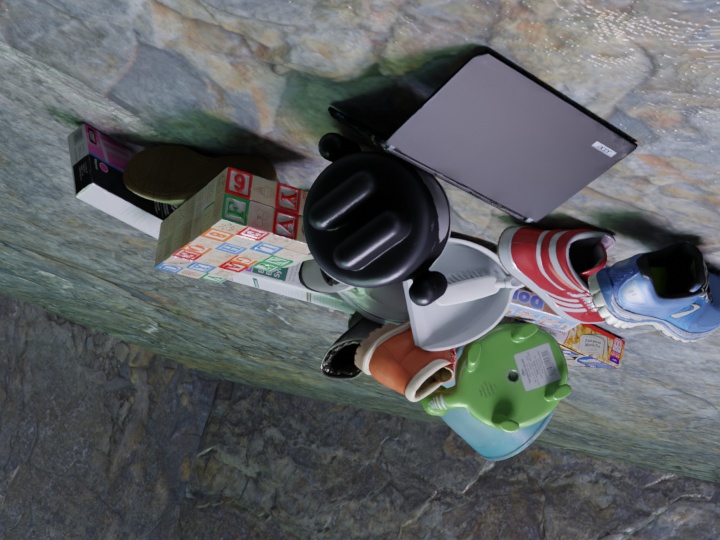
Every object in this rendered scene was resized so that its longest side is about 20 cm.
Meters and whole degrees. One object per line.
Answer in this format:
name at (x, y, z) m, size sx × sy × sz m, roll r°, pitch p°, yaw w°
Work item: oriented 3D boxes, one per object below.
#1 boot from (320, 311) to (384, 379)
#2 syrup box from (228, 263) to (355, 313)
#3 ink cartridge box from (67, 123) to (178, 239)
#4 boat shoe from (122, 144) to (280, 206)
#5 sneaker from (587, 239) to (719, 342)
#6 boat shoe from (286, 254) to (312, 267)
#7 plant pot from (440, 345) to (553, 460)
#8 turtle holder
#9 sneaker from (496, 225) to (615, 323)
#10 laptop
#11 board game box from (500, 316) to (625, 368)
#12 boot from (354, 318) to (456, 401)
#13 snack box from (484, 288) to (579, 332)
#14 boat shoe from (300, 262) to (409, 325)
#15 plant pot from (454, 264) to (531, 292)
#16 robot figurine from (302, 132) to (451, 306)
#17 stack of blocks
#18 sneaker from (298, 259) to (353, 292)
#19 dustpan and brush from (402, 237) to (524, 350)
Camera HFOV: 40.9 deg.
boot at (0.004, 0.098, 1.373) m, size 0.073 × 0.200 × 0.182 m, roll 43°, pitch 132°, yaw -4°
syrup box at (-0.092, -0.007, 1.361) m, size 0.198 × 0.080 × 0.081 m, roll 16°, pitch 168°, yaw 0°
ink cartridge box at (-0.269, -0.094, 1.181) m, size 0.037 × 0.095 × 0.200 m, roll -31°, pitch 145°, yaw 19°
boat shoe at (-0.180, -0.095, 1.116) m, size 0.198 × 0.074 × 0.069 m, roll 9°, pitch 160°, yaw 22°
sneaker at (0.327, 0.020, 0.978) m, size 0.198 × 0.079 × 0.089 m, roll 4°, pitch 151°, yaw -36°
boat shoe at (-0.055, -0.055, 1.152) m, size 0.199 × 0.072 × 0.068 m, roll -15°, pitch 115°, yaw 50°
plant pot at (0.189, 0.171, 1.563) m, size 0.187 × 0.201 × 0.199 m, roll 38°, pitch 159°, yaw -21°
turtle holder at (0.186, 0.153, 1.298) m, size 0.141 × 0.186 × 0.132 m, roll 41°, pitch 178°, yaw 1°
sneaker at (0.251, 0.010, 1.059) m, size 0.199 × 0.072 × 0.112 m, roll 28°, pitch 165°, yaw -35°
laptop at (0.096, -0.122, 0.831) m, size 0.176 × 0.104 × 0.200 m, roll 24°, pitch -170°, yaw -29°
board game box at (0.268, 0.094, 1.432) m, size 0.199 × 0.047 × 0.151 m, roll 24°, pitch 164°, yaw -31°
boot at (0.099, 0.100, 1.246) m, size 0.107 × 0.199 × 0.076 m, roll 33°, pitch 137°, yaw 34°
snack box at (0.180, 0.037, 1.235) m, size 0.198 × 0.025 × 0.072 m, roll 16°, pitch 166°, yaw 0°
boat shoe at (0.000, 0.000, 1.264) m, size 0.199 × 0.071 × 0.070 m, roll 38°, pitch 156°, yaw -2°
plant pot at (0.140, 0.013, 1.294) m, size 0.198 × 0.028 × 0.200 m, roll 15°, pitch 166°, yaw 4°
robot figurine at (0.020, -0.049, 0.908) m, size 0.123 × 0.152 × 0.200 m, roll 5°, pitch -176°, yaw 15°
stack of blocks at (-0.138, -0.040, 1.071) m, size 0.114 × 0.059 × 0.199 m, roll 15°, pitch 159°, yaw -29°
sneaker at (-0.011, -0.016, 1.165) m, size 0.199 × 0.075 × 0.079 m, roll -18°, pitch 178°, yaw 44°
dustpan and brush at (0.154, 0.016, 1.163) m, size 0.198 × 0.141 × 0.057 m, roll -13°, pitch -169°, yaw -4°
